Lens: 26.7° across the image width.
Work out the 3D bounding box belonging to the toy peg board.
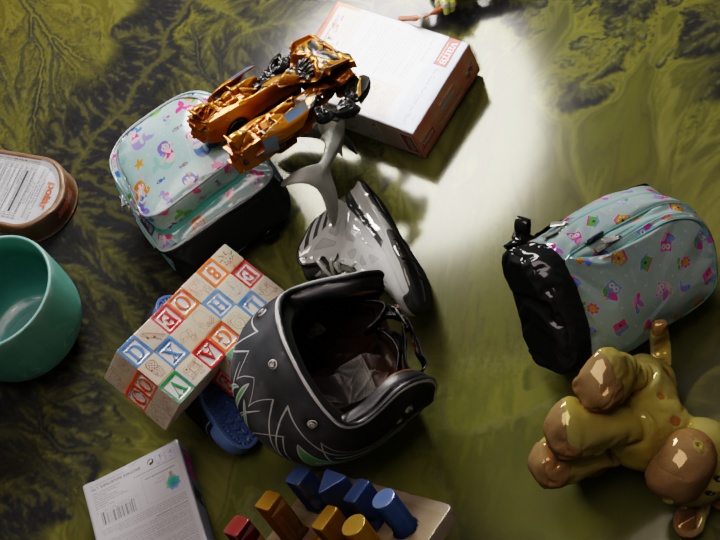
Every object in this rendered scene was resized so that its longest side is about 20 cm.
[{"bbox_3d":[-0.048,0.264,1.453,0.199,0.098,0.200,6,50,48],"label":"toy peg board"}]

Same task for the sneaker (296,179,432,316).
[{"bbox_3d":[0.000,0.000,1.680,0.115,0.076,0.201,-36,46,8],"label":"sneaker"}]

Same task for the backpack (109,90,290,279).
[{"bbox_3d":[-0.199,-0.114,1.774,0.177,0.151,0.200,-35,50,0],"label":"backpack"}]

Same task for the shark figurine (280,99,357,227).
[{"bbox_3d":[-0.035,-0.146,1.733,0.128,0.089,0.215,-42,32,8],"label":"shark figurine"}]

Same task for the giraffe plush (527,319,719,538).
[{"bbox_3d":[0.282,0.165,1.435,0.199,0.173,0.162,-26,58,-39],"label":"giraffe plush"}]

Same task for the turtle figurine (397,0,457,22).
[{"bbox_3d":[0.103,-0.376,1.849,0.160,0.065,0.200,-18,33,-3],"label":"turtle figurine"}]

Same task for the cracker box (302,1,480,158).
[{"bbox_3d":[0.024,-0.229,1.806,0.199,0.058,0.134,24,73,31],"label":"cracker box"}]

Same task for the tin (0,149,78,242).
[{"bbox_3d":[-0.451,-0.096,1.920,0.199,0.042,0.113,10,69,25],"label":"tin"}]

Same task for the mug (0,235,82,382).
[{"bbox_3d":[-0.416,0.052,1.769,0.184,0.115,0.153,2,62,23],"label":"mug"}]

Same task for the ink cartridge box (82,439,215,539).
[{"bbox_3d":[-0.214,0.290,1.596,0.119,0.042,0.201,-26,52,4],"label":"ink cartridge box"}]

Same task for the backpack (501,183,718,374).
[{"bbox_3d":[0.255,0.004,1.519,0.199,0.168,0.127,-28,36,-16],"label":"backpack"}]

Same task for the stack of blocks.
[{"bbox_3d":[-0.165,0.077,1.619,0.115,0.059,0.200,39,49,4],"label":"stack of blocks"}]

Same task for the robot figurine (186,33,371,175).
[{"bbox_3d":[-0.086,-0.192,1.678,0.200,0.058,0.145,-37,51,-21],"label":"robot figurine"}]

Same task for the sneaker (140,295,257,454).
[{"bbox_3d":[-0.181,0.126,1.671,0.201,0.070,0.078,58,135,20],"label":"sneaker"}]

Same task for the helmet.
[{"bbox_3d":[-0.037,0.104,1.534,0.189,0.201,0.201,-21,53,-14],"label":"helmet"}]
